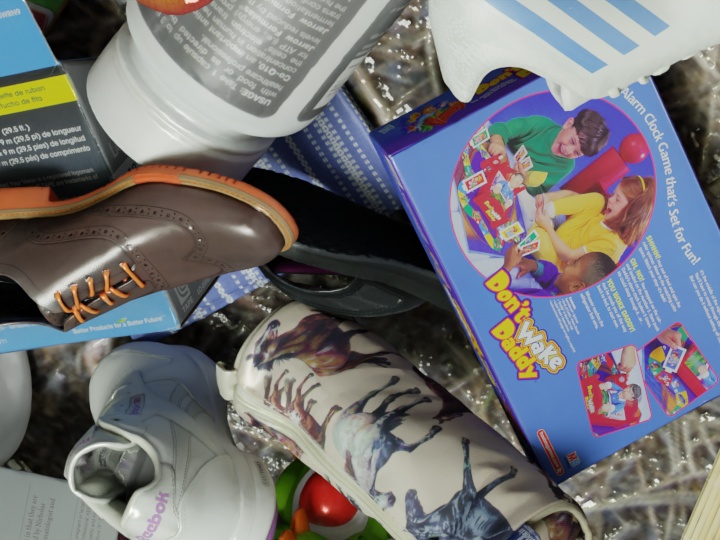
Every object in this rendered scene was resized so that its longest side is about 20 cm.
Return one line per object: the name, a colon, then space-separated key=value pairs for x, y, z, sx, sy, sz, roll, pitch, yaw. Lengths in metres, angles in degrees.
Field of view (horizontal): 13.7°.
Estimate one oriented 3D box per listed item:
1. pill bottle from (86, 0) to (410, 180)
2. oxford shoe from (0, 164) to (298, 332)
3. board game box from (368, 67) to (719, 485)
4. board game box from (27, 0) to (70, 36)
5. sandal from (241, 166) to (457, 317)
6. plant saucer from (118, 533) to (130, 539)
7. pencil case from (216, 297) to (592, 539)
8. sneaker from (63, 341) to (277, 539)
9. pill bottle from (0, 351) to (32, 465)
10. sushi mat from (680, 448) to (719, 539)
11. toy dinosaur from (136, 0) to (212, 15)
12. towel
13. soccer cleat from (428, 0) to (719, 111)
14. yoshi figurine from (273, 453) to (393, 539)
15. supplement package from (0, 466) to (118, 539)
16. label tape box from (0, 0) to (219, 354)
pill bottle: x=-0.042 y=-0.138 z=1.450 sx=0.113 sy=0.113 sz=0.200 roll=37 pitch=120 yaw=-6
oxford shoe: x=-0.121 y=-0.001 z=1.470 sx=0.200 sy=0.073 sz=0.071 roll=-7 pitch=138 yaw=33
board game box: x=0.108 y=-0.010 z=1.489 sx=0.134 sy=0.045 sz=0.200 roll=-28 pitch=112 yaw=-4
board game box: x=-0.175 y=-0.184 z=1.531 sx=0.096 sy=0.030 sz=0.200 roll=36 pitch=123 yaw=-5
sandal: x=0.001 y=0.001 z=1.526 sx=0.200 sy=0.075 sz=0.048 roll=20 pitch=112 yaw=-14
plant saucer: x=-0.081 y=0.218 z=1.712 sx=0.200 sy=0.051 sz=0.201 roll=21 pitch=137 yaw=20
pencil case: x=0.019 y=0.095 z=1.507 sx=0.200 sy=0.089 sz=0.078 roll=40 pitch=133 yaw=27
sneaker: x=-0.113 y=0.086 z=1.565 sx=0.100 sy=0.200 sz=0.075 roll=16 pitch=106 yaw=-29
pill bottle: x=-0.295 y=0.073 z=1.676 sx=0.200 sy=0.116 sz=0.116 roll=-12 pitch=116 yaw=25
sushi mat: x=0.229 y=0.128 z=1.591 sx=0.096 sy=0.012 sz=0.200 roll=20 pitch=126 yaw=4
toy dinosaur: x=-0.128 y=-0.173 z=1.428 sx=0.181 sy=0.105 sz=0.200 roll=46 pitch=161 yaw=16
towel: x=-0.083 y=-0.054 z=1.586 sx=0.200 sy=0.024 sz=0.145 roll=-27 pitch=108 yaw=29
soccer cleat: x=0.129 y=-0.119 z=1.410 sx=0.200 sy=0.070 sz=0.086 roll=-2 pitch=117 yaw=-8
yoshi figurine: x=-0.016 y=0.166 z=1.586 sx=0.112 sy=0.200 sz=0.112 roll=43 pitch=124 yaw=-11
supplement package: x=-0.240 y=0.174 z=1.604 sx=0.200 sy=0.117 sz=0.117 roll=13 pitch=143 yaw=-7
label tape box: x=-0.177 y=-0.059 z=1.556 sx=0.144 sy=0.063 sz=0.200 roll=-8 pitch=118 yaw=30
